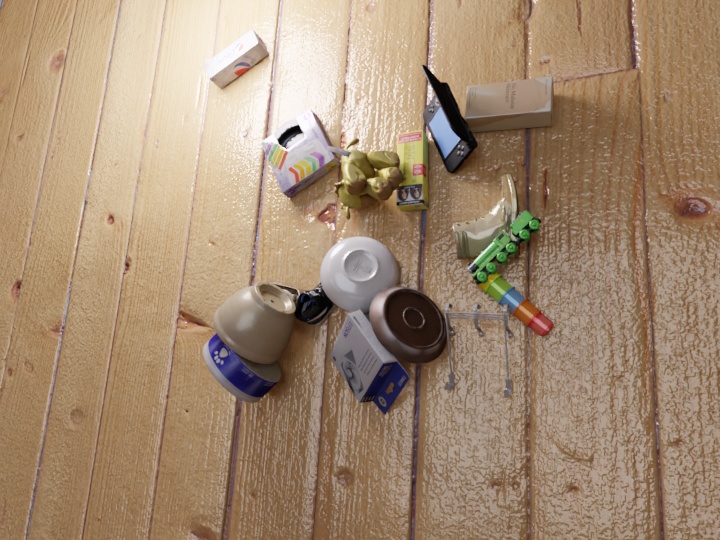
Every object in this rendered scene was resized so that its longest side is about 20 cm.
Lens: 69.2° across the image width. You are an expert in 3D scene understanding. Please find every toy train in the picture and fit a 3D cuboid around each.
[{"bbox_3d":[0.316,-0.051,1.158,0.200,0.042,0.056,-45,71,4],"label":"toy train"}]

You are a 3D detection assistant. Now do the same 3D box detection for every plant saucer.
[{"bbox_3d":[0.117,0.115,1.195,0.201,0.200,0.032,63,144,22],"label":"plant saucer"}]

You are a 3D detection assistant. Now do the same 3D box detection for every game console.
[{"bbox_3d":[0.188,-0.361,1.264,0.176,0.116,0.201,-51,53,55],"label":"game console"}]

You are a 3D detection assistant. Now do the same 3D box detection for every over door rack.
[{"bbox_3d":[0.266,0.174,1.180,0.147,0.067,0.201,-1,91,28],"label":"over door rack"}]

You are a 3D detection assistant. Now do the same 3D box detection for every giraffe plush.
[{"bbox_3d":[-0.003,-0.218,1.339,0.200,0.162,0.173,28,53,10],"label":"giraffe plush"}]

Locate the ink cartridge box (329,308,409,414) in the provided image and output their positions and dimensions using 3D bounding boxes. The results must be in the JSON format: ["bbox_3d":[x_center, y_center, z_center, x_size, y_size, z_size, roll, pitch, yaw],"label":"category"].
[{"bbox_3d":[0.013,0.224,1.220,0.200,0.041,0.200,51,143,25],"label":"ink cartridge box"}]

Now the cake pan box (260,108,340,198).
[{"bbox_3d":[-0.174,-0.338,1.495,0.184,0.052,0.200,-29,68,12],"label":"cake pan box"}]

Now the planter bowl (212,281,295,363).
[{"bbox_3d":[-0.245,0.114,1.304,0.200,0.200,0.135,48,110,25],"label":"planter bowl"}]

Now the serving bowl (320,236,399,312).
[{"bbox_3d":[0.000,0.000,1.287,0.199,0.066,0.201,1,68,-3],"label":"serving bowl"}]

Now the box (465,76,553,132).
[{"bbox_3d":[0.362,-0.399,1.265,0.199,0.078,0.095,0,78,23],"label":"box"}]

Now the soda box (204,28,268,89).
[{"bbox_3d":[-0.395,-0.670,1.658,0.200,0.063,0.068,-30,67,14],"label":"soda box"}]

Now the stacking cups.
[{"bbox_3d":[0.345,0.069,1.180,0.200,0.060,0.061,43,96,20],"label":"stacking cups"}]

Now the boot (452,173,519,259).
[{"bbox_3d":[0.293,-0.125,1.231,0.155,0.073,0.201,-3,83,18],"label":"boot"}]

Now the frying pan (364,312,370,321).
[{"bbox_3d":[0.044,0.080,1.317,0.115,0.031,0.191,0,81,22],"label":"frying pan"}]

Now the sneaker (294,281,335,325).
[{"bbox_3d":[-0.090,0.053,1.331,0.073,0.112,0.200,35,93,25],"label":"sneaker"}]

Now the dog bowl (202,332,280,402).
[{"bbox_3d":[-0.299,0.233,1.329,0.079,0.200,0.200,-43,65,6],"label":"dog bowl"}]

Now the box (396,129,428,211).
[{"bbox_3d":[0.135,-0.255,1.343,0.075,0.050,0.201,-2,77,23],"label":"box"}]

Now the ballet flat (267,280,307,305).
[{"bbox_3d":[-0.228,0.063,1.410,0.199,0.072,0.068,11,82,25],"label":"ballet flat"}]
